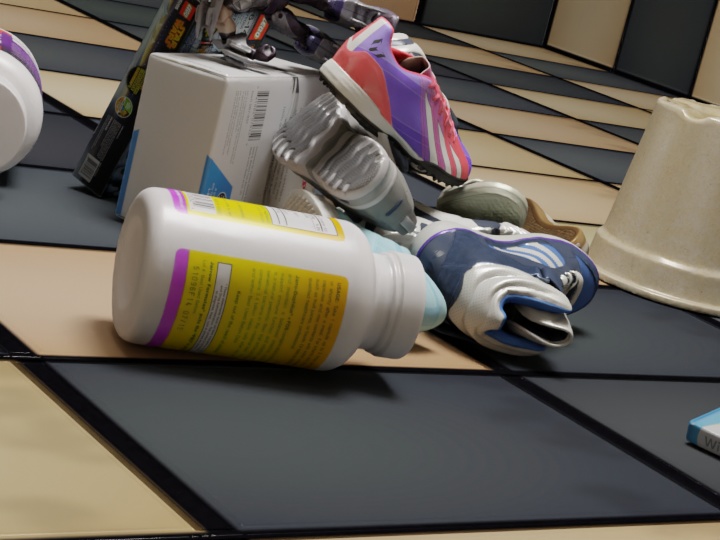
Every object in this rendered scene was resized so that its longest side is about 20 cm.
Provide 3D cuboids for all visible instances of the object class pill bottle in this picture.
[{"bbox_3d":[-0.330,-0.144,1.526,0.111,0.112,0.200,11,13,-14],"label":"pill bottle"},{"bbox_3d":[-0.060,0.010,1.188,0.199,0.105,0.104,10,14,-20],"label":"pill bottle"}]

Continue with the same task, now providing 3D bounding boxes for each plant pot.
[{"bbox_3d":[0.340,-0.071,1.780,0.199,0.185,0.201,14,13,-3],"label":"plant pot"}]

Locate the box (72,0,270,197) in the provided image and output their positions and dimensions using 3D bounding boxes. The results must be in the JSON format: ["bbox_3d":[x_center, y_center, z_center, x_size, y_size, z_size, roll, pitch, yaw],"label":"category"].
[{"bbox_3d":[-0.164,-0.160,1.580,0.040,0.201,0.137,38,21,17],"label":"box"}]

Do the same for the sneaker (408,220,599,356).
[{"bbox_3d":[0.142,0.030,1.414,0.199,0.081,0.147,13,23,-36],"label":"sneaker"}]

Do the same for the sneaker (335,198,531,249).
[{"bbox_3d":[0.063,-0.026,1.525,0.198,0.080,0.130,-2,27,-22],"label":"sneaker"}]

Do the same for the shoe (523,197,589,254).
[{"bbox_3d":[0.167,-0.021,1.697,0.054,0.070,0.200,55,-6,-21],"label":"shoe"}]

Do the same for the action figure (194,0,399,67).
[{"bbox_3d":[-0.065,-0.230,1.503,0.199,0.131,0.069,19,13,-44],"label":"action figure"}]

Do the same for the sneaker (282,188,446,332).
[{"bbox_3d":[0.000,0.000,1.388,0.081,0.074,0.200,11,23,-33],"label":"sneaker"}]

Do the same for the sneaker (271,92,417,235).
[{"bbox_3d":[-0.014,-0.081,1.462,0.082,0.075,0.200,50,2,-32],"label":"sneaker"}]

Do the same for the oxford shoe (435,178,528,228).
[{"bbox_3d":[0.105,-0.058,1.588,0.075,0.058,0.200,28,-13,-4],"label":"oxford shoe"}]

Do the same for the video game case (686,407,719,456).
[{"bbox_3d":[0.352,0.134,1.249,0.199,0.018,0.143,25,28,39],"label":"video game case"}]

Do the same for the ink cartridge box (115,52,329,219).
[{"bbox_3d":[-0.113,-0.110,1.542,0.083,0.146,0.200,19,14,24],"label":"ink cartridge box"}]

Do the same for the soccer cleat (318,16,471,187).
[{"bbox_3d":[0.047,-0.134,1.459,0.200,0.073,0.068,35,11,-47],"label":"soccer cleat"}]

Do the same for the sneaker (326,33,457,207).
[{"bbox_3d":[0.032,-0.102,1.616,0.079,0.200,0.130,-6,44,-36],"label":"sneaker"}]
